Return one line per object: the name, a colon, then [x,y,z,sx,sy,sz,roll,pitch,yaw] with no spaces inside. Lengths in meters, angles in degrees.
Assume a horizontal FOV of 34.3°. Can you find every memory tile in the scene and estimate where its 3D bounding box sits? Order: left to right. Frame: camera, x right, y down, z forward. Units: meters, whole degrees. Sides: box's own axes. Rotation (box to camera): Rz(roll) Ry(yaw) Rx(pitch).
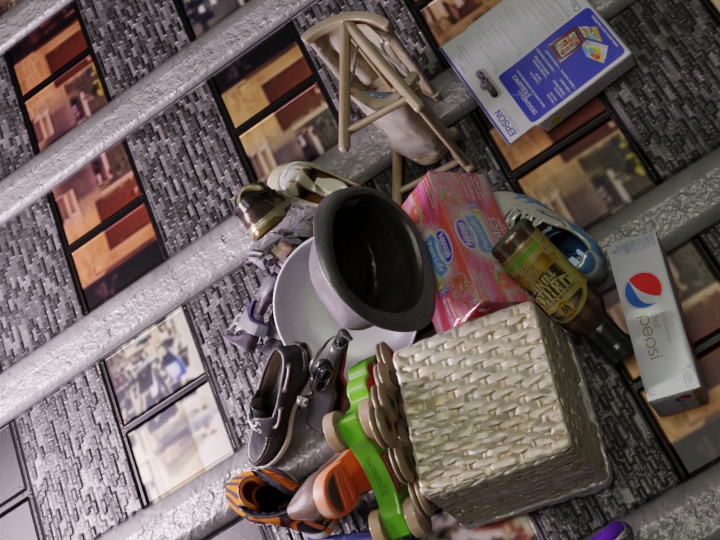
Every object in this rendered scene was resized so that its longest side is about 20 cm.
memory tile: [0.053,0.183,1.370,0.017,0.154,0.200,-23,21,13]

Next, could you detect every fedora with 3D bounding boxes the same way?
fedora: [0.000,0.000,1.411,0.090,0.175,0.202,-38,59,44]

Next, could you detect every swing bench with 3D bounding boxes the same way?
swing bench: [0.038,-0.224,1.556,0.129,0.199,0.202,-26,61,15]

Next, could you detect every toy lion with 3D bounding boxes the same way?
toy lion: [0.036,0.207,1.407,0.068,0.192,0.202,-24,93,20]

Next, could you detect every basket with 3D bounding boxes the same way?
basket: [0.165,0.169,1.357,0.198,0.161,0.200,-20,61,16]

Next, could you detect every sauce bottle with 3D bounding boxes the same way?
sauce bottle: [0.244,0.027,1.387,0.200,0.065,0.065,44,93,3]

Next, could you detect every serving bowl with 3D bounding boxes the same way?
serving bowl: [-0.012,0.044,1.527,0.197,0.066,0.203,2,98,14]

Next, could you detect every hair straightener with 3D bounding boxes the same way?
hair straightener: [-0.042,0.144,1.448,0.041,0.201,0.077,35,52,14]

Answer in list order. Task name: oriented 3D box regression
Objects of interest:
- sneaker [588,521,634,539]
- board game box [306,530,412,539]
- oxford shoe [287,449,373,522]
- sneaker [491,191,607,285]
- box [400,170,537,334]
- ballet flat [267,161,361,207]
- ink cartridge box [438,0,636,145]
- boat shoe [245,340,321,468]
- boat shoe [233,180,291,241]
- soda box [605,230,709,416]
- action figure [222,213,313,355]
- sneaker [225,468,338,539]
sneaker: [0.216,0.341,1.314,0.200,0.070,0.100,-47,55,2]
board game box: [0.001,0.421,1.410,0.134,0.034,0.202,-11,66,23]
oxford shoe: [-0.023,0.247,1.409,0.072,0.199,0.072,-24,88,28]
sneaker: [0.225,-0.049,1.466,0.199,0.072,0.072,35,89,34]
box: [0.130,-0.016,1.464,0.103,0.094,0.202,-51,49,44]
ballet flat: [-0.061,-0.122,1.645,0.198,0.062,0.068,18,78,32]
ink cartridge box: [0.237,-0.289,1.575,0.199,0.047,0.199,-37,60,11]
boat shoe: [-0.114,0.176,1.508,0.074,0.060,0.201,55,129,38]
boat shoe: [-0.139,-0.092,1.606,0.073,0.200,0.065,-36,101,-1]
soda box: [0.346,0.062,1.361,0.063,0.068,0.202,-18,63,19]
action figure: [-0.110,0.015,1.581,0.069,0.129,0.202,28,98,47]
sneaker: [-0.125,0.278,1.469,0.199,0.112,0.078,0,67,45]
